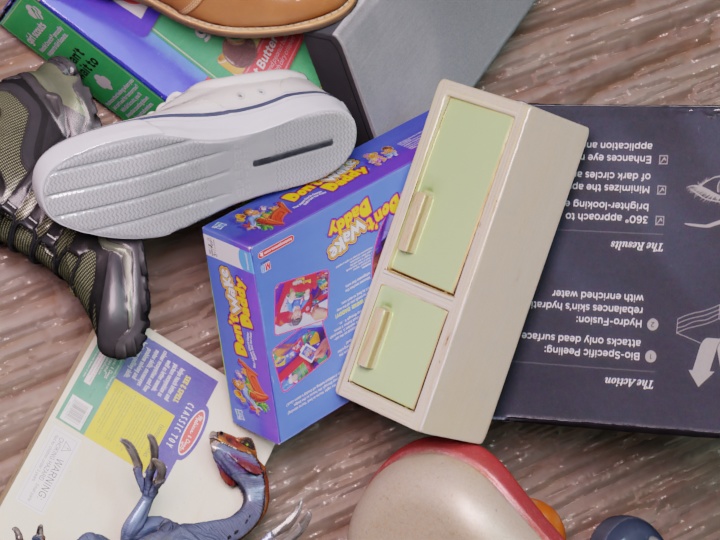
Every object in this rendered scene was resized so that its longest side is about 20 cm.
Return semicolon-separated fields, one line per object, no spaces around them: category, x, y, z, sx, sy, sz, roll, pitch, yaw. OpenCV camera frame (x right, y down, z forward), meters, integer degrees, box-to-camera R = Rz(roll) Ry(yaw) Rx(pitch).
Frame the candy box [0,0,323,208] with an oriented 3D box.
candy box;-0.099;-0.166;1.381;0.200;0.077;0.170;36;64;-10

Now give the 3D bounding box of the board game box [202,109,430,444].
board game box;0.000;0.000;1.342;0.199;0.045;0.135;-29;125;-36

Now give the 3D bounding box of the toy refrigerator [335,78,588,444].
toy refrigerator;0.059;-0.006;1.310;0.070;0.076;0.201;14;96;-48

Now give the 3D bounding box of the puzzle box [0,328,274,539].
puzzle box;-0.141;0.138;1.309;0.133;0.025;0.201;33;66;-12

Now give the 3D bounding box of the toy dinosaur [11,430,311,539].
toy dinosaur;-0.127;0.162;1.268;0.105;0.200;0.181;54;27;13

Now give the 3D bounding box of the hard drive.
hard drive;0.044;-0.166;1.401;0.200;0.033;0.140;-55;143;-30

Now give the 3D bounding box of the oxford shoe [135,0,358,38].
oxford shoe;-0.095;-0.187;1.284;0.199;0.071;0.072;10;62;-7

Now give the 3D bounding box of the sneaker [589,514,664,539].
sneaker;0.211;0.247;1.399;0.070;0.082;0.201;-20;84;-26

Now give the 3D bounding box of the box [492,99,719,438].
box;0.186;0.001;1.359;0.117;0.196;0.202;8;85;-62

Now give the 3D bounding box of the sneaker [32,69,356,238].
sneaker;-0.103;-0.070;1.282;0.199;0.071;0.073;-12;124;-27

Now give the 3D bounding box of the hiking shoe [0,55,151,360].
hiking shoe;-0.188;-0.028;1.309;0.100;0.076;0.201;-18;65;-10

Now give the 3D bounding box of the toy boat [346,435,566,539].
toy boat;0.088;0.185;1.358;0.200;0.130;0.131;49;33;-5
